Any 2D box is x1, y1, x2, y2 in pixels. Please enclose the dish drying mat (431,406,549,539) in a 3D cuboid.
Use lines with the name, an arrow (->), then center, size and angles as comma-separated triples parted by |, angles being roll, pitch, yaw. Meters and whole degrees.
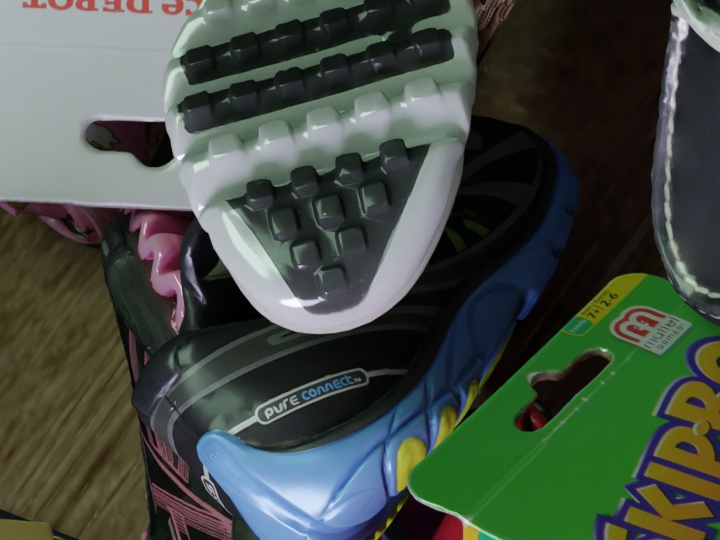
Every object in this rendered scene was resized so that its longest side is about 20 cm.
dish drying mat -> 0.003, 0.128, 0.684 | 0.077, 0.018, 0.200 | -104, 34, -48

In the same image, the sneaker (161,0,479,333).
sneaker -> -0.007, -0.054, 0.705 | 0.075, 0.081, 0.200 | -10, 45, 5

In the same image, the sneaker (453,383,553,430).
sneaker -> 0.060, 0.102, 0.673 | 0.098, 0.071, 0.200 | -58, 35, 12

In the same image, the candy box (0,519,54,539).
candy box -> -0.140, 0.158, 0.727 | 0.200, 0.055, 0.116 | -39, 57, 33

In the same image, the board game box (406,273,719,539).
board game box -> 0.114, 0.067, 0.594 | 0.200, 0.030, 0.096 | 27, 45, 25

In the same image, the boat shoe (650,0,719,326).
boat shoe -> 0.093, -0.075, 0.589 | 0.074, 0.060, 0.200 | 37, 122, 34

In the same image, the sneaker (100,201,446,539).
sneaker -> -0.037, 0.057, 0.798 | 0.095, 0.079, 0.200 | -53, 40, 20

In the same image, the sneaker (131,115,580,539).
sneaker -> 0.000, 0.000, 0.737 | 0.071, 0.083, 0.200 | -54, 0, 30

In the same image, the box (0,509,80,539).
box -> -0.125, 0.162, 0.784 | 0.198, 0.050, 0.200 | 13, 91, 47

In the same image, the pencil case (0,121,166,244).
pencil case -> -0.070, -0.111, 0.918 | 0.086, 0.083, 0.200 | 21, 80, 30

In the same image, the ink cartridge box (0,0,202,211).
ink cartridge box -> -0.060, -0.111, 0.838 | 0.067, 0.116, 0.200 | 134, 138, -78

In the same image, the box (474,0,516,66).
box -> 0.012, -0.162, 0.738 | 0.021, 0.163, 0.200 | -11, 83, -6
